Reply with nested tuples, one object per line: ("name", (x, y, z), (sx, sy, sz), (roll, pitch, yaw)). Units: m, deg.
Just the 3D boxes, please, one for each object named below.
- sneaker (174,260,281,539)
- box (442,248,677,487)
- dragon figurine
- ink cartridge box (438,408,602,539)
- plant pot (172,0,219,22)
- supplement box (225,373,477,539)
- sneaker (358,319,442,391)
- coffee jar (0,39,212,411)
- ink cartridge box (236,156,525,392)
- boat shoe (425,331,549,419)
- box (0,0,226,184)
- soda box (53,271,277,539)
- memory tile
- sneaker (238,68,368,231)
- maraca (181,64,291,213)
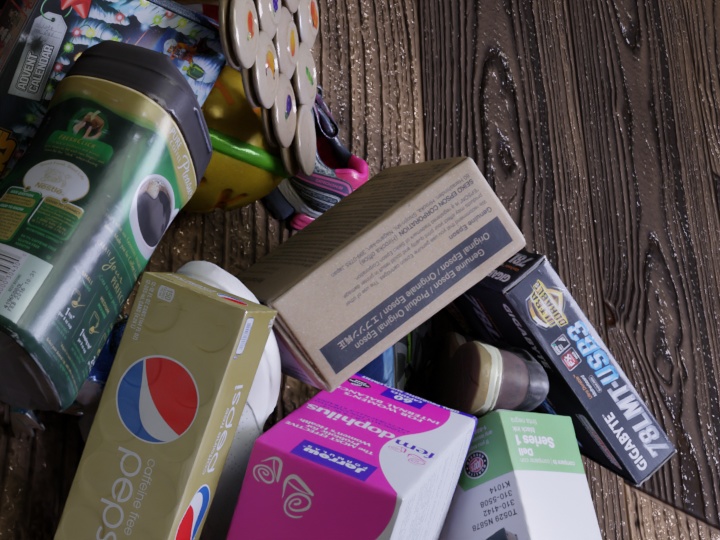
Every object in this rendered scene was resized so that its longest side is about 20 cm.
("sneaker", (-0.100, 0.096, 0.988), (0.088, 0.075, 0.201), (-35, 130, -50))
("box", (0.137, 0.061, 1.262), (0.050, 0.198, 0.200), (-40, 111, -9))
("dragon figurine", (-0.184, 0.051, 0.996), (0.200, 0.059, 0.100), (16, 54, -44))
("ink cartridge box", (0.098, 0.219, 1.142), (0.084, 0.146, 0.201), (11, 57, -42))
("plant pot", (-0.164, -0.246, 1.113), (0.200, 0.200, 0.183), (-1, 75, -50))
("supplement box", (-0.004, 0.146, 1.035), (0.101, 0.104, 0.200), (20, 15, 12))
("sneaker", (0.026, 0.065, 1.227), (0.083, 0.071, 0.200), (31, 42, -25))
("coffee jar", (-0.159, -0.028, 0.898), (0.104, 0.085, 0.200), (78, 34, -56))
("ink cartridge box", (0.000, 0.000, 1.088), (0.165, 0.200, 0.075), (-37, 100, -10))
("boat shoe", (0.094, 0.087, 1.209), (0.066, 0.201, 0.072), (13, 85, -6))
("box", (-0.181, -0.085, 0.986), (0.137, 0.200, 0.040), (19, 18, -41))
("soda box", (-0.118, 0.105, 0.926), (0.068, 0.201, 0.064), (20, 3, 12))
("memory tile", (-0.056, -0.164, 1.057), (0.200, 0.017, 0.154), (64, 26, -64))
("sneaker", (-0.068, -0.131, 1.246), (0.200, 0.075, 0.081), (53, 37, -8))
("maraca", (-0.134, -0.102, 1.113), (0.200, 0.137, 0.107), (19, 89, -37))
